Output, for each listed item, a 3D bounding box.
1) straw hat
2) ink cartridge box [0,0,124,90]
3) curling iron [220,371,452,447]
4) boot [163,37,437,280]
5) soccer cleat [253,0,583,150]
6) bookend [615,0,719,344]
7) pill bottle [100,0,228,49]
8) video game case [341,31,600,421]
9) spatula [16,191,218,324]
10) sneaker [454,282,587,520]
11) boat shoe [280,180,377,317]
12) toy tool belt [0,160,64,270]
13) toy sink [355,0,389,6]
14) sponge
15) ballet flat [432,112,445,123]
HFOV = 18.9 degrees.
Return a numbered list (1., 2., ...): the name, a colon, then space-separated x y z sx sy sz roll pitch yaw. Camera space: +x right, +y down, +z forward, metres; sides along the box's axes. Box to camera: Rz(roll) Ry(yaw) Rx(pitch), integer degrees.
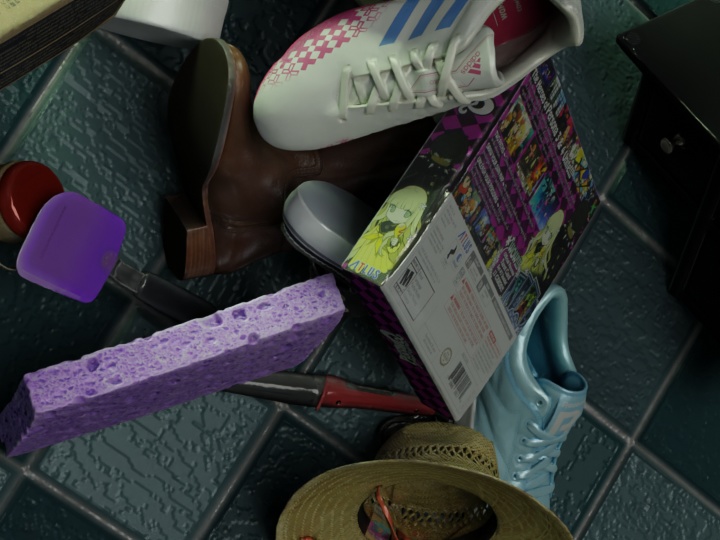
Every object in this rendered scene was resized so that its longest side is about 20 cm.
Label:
1. straw hat: 0.044 0.144 1.388 0.201 0.201 0.085 36 45 -26
2. ink cartridge box: -0.231 -0.196 1.163 0.200 0.075 0.165 43 41 5
3. curling iron: -0.024 0.089 1.404 0.200 0.026 0.050 17 89 -28
4. boot: -0.018 -0.082 1.337 0.200 0.064 0.187 -12 141 -24
5. soccer cleat: 0.033 -0.119 1.222 0.200 0.086 0.070 -27 122 1
6. bookend: 0.252 -0.048 1.491 0.092 0.199 0.200 -26 62 -24
7. pill bottle: -0.108 -0.239 1.284 0.109 0.110 0.201 13 89 -29
8. video game case: 0.074 -0.023 1.328 0.181 0.036 0.200 -56 152 -14
9. spatula: -0.135 0.005 1.290 0.057 0.021 0.200 -66 151 -5
10. sneaker: 0.111 0.100 1.440 0.074 0.082 0.201 -15 102 -42
11. boat shoe: 0.000 0.000 1.355 0.066 0.070 0.200 -43 155 15
12. toy tool belt: -0.273 -0.074 1.222 0.200 0.123 0.125 41 52 -35
13. toy sink: 0.059 -0.215 1.365 0.112 0.130 0.200 47 72 -24
14. sponge: -0.115 0.058 1.296 0.200 0.112 0.030 -17 78 -21
15. ballet flat: 0.075 -0.109 1.359 0.200 0.069 0.070 29 77 -72
